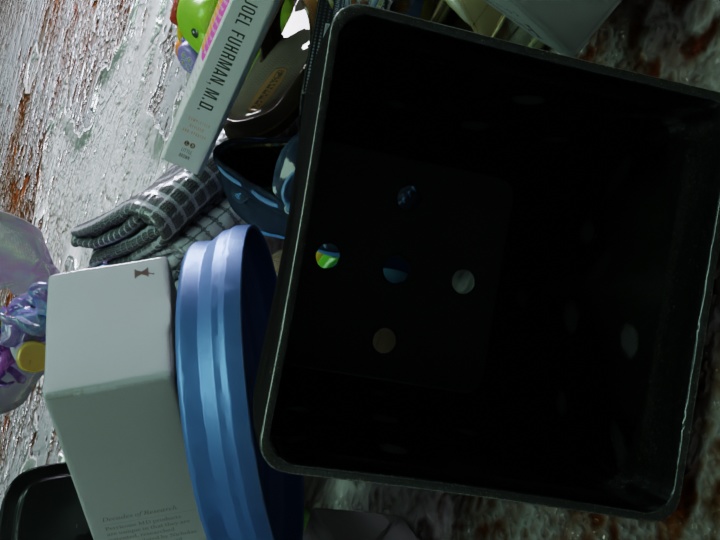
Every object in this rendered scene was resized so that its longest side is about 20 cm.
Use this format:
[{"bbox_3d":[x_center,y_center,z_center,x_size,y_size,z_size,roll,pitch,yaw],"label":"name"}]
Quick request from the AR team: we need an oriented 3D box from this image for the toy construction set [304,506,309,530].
[{"bbox_3d":[-0.057,0.143,0.848,0.131,0.092,0.200,8,76,62],"label":"toy construction set"}]

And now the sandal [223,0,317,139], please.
[{"bbox_3d":[-0.051,-0.182,0.914,0.082,0.055,0.200,9,59,44],"label":"sandal"}]

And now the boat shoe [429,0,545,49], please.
[{"bbox_3d":[0.076,-0.159,0.724,0.200,0.066,0.074,-66,31,23],"label":"boat shoe"}]

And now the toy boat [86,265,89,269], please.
[{"bbox_3d":[-0.229,0.082,1.111,0.131,0.130,0.200,3,82,38],"label":"toy boat"}]

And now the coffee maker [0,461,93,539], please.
[{"bbox_3d":[-0.206,0.244,0.900,0.135,0.192,0.200,53,161,33],"label":"coffee maker"}]

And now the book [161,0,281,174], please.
[{"bbox_3d":[-0.077,-0.169,0.797,0.200,0.048,0.134,-64,11,11],"label":"book"}]

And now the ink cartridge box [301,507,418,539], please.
[{"bbox_3d":[-0.012,0.262,0.736,0.116,0.067,0.200,46,121,57],"label":"ink cartridge box"}]

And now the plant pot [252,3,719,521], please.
[{"bbox_3d":[0.044,0.002,0.613,0.177,0.199,0.200,178,101,-74],"label":"plant pot"}]

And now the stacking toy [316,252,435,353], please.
[{"bbox_3d":[0.000,0.000,0.804,0.085,0.085,0.200,-60,28,31],"label":"stacking toy"}]

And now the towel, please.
[{"bbox_3d":[-0.137,-0.057,0.986,0.166,0.086,0.200,-48,15,-28],"label":"towel"}]

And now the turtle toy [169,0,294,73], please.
[{"bbox_3d":[-0.106,-0.210,1.010,0.200,0.101,0.146,-129,54,-73],"label":"turtle toy"}]

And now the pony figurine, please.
[{"bbox_3d":[-0.238,0.041,0.909,0.200,0.193,0.167,6,87,62],"label":"pony figurine"}]

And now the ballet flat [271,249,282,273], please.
[{"bbox_3d":[-0.101,0.067,0.904,0.068,0.067,0.200,34,106,12],"label":"ballet flat"}]

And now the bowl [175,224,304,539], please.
[{"bbox_3d":[-0.067,0.074,0.699,0.201,0.039,0.201,-7,-90,-87],"label":"bowl"}]

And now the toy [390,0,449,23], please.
[{"bbox_3d":[0.053,-0.241,0.793,0.115,0.047,0.200,-110,35,-67],"label":"toy"}]

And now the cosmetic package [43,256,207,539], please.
[{"bbox_3d":[-0.128,0.103,0.714,0.102,0.071,0.200,-104,7,-50],"label":"cosmetic package"}]

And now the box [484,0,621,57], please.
[{"bbox_3d":[0.087,-0.250,0.610,0.200,0.131,0.199,-50,37,10],"label":"box"}]

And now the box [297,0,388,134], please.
[{"bbox_3d":[-0.003,-0.191,0.807,0.160,0.044,0.200,123,157,-83],"label":"box"}]

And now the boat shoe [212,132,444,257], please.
[{"bbox_3d":[-0.033,-0.053,0.775,0.200,0.069,0.084,0,48,46],"label":"boat shoe"}]
